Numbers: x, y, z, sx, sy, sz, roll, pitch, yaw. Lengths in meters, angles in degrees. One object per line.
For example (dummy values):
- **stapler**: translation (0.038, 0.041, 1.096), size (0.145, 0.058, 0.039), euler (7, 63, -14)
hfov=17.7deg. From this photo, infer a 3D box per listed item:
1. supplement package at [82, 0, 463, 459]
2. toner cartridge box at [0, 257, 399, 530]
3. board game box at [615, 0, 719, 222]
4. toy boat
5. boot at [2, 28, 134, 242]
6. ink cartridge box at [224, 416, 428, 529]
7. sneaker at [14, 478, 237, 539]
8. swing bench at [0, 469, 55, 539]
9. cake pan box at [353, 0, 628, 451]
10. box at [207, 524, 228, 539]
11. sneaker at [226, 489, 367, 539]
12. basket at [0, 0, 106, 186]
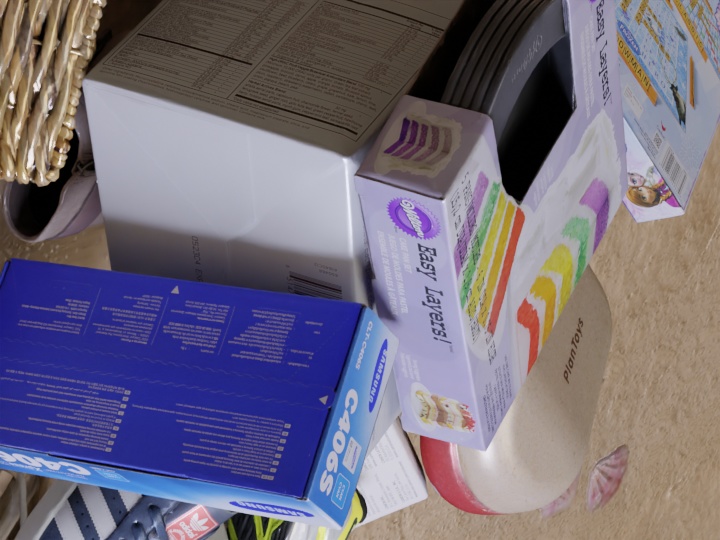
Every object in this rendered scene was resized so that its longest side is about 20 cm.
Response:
- **supplement package**: translation (-0.016, -0.054, 1.149), size (0.200, 0.146, 0.192), euler (-51, 150, -41)
- **toner cartridge box**: translation (-0.089, 0.054, 1.064), size (0.043, 0.199, 0.096), euler (46, 57, -56)
- **board game box**: translation (0.176, -0.172, 1.502), size (0.200, 0.041, 0.200), euler (54, 45, -29)
- **toy boat**: translation (0.077, 0.064, 1.497), size (0.131, 0.130, 0.201), euler (56, 39, -37)
- **boot**: translation (-0.128, -0.050, 1.228), size (0.146, 0.070, 0.201), euler (-32, 149, -42)
- **ink cartridge box**: translation (-0.072, 0.120, 1.415), size (0.199, 0.050, 0.161), euler (-21, 140, 3)
- **sneaker**: translation (-0.112, 0.132, 1.156), size (0.201, 0.084, 0.075), euler (-67, 148, -26)
- **swing bench**: translation (-0.226, 0.126, 1.169), size (0.199, 0.129, 0.201), euler (44, 58, -54)
- **cake pan box**: translation (0.067, -0.045, 1.092), size (0.185, 0.052, 0.201), euler (-60, 154, -33)
- **box**: translation (-0.127, 0.247, 1.309), size (0.128, 0.109, 0.201), euler (7, 62, -57)
- **sneaker**: translation (-0.054, 0.211, 1.398), size (0.076, 0.075, 0.201), euler (13, 110, -39)
- **basket**: translation (-0.197, -0.159, 1.090), size (0.142, 0.149, 0.201), euler (12, 104, -23)
